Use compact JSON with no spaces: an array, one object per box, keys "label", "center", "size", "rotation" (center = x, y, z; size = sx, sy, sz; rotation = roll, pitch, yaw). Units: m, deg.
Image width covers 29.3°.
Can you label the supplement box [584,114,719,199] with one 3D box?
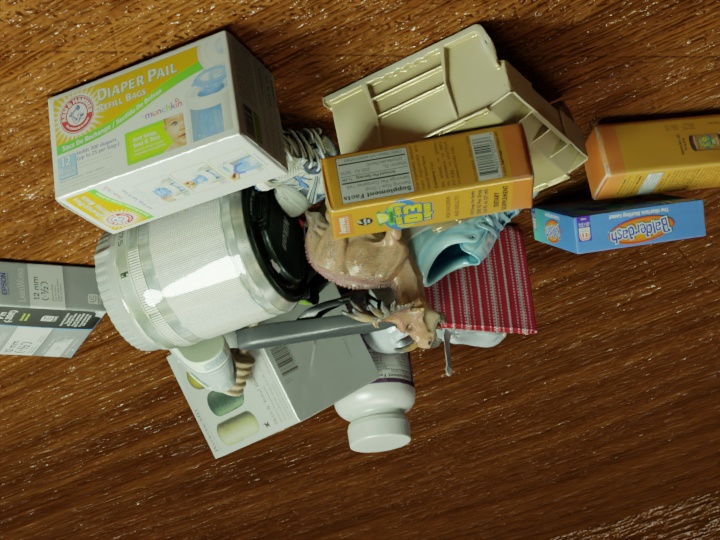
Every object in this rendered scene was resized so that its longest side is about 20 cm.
[{"label":"supplement box","center":[0.356,-0.129,1.551],"size":[0.198,0.067,0.069],"rotation":[-6,156,-7]}]

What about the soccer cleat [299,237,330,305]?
[{"label":"soccer cleat","center":[-0.092,0.007,1.627],"size":[0.198,0.082,0.067],"rotation":[-18,159,16]}]

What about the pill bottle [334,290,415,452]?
[{"label":"pill bottle","center":[0.015,0.135,1.846],"size":[0.111,0.202,0.112],"rotation":[-6,159,-2]}]

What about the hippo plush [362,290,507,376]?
[{"label":"hippo plush","center":[0.084,0.060,1.750],"size":[0.158,0.202,0.160],"rotation":[29,148,-25]}]

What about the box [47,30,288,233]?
[{"label":"box","center":[-0.183,-0.126,1.298],"size":[0.198,0.114,0.101],"rotation":[-18,157,18]}]

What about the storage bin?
[{"label":"storage bin","center":[0.102,-0.140,1.410],"size":[0.197,0.095,0.200],"rotation":[-23,153,25]}]

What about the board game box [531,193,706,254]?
[{"label":"board game box","center":[0.297,-0.058,1.617],"size":[0.150,0.045,0.200],"rotation":[-8,-173,-5]}]

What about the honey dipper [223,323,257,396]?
[{"label":"honey dipper","center":[-0.123,0.051,1.603],"size":[0.038,0.038,0.202],"rotation":[7,113,-34]}]

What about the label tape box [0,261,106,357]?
[{"label":"label tape box","center":[-0.421,0.047,1.648],"size":[0.198,0.067,0.143],"rotation":[3,153,-31]}]

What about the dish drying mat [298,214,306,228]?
[{"label":"dish drying mat","center":[-0.151,-0.031,1.643],"size":[0.199,0.018,0.077],"rotation":[-22,154,26]}]

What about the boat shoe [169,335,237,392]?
[{"label":"boat shoe","center":[-0.202,0.080,1.620],"size":[0.070,0.201,0.072],"rotation":[-30,127,-13]}]

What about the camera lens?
[{"label":"camera lens","center":[-0.168,-0.009,1.506],"size":[0.198,0.161,0.160],"rotation":[-19,155,19]}]

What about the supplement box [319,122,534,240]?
[{"label":"supplement box","center":[0.064,-0.084,1.323],"size":[0.198,0.069,0.067],"rotation":[-8,154,1]}]

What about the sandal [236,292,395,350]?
[{"label":"sandal","center":[-0.039,0.050,1.503],"size":[0.198,0.043,0.076],"rotation":[-8,171,-1]}]

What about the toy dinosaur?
[{"label":"toy dinosaur","center":[0.000,-0.008,1.409],"size":[0.199,0.137,0.086],"rotation":[22,177,26]}]

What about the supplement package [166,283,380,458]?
[{"label":"supplement package","center":[-0.113,0.122,1.749],"size":[0.150,0.153,0.199],"rotation":[-25,178,-42]}]

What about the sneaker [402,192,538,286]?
[{"label":"sneaker","center":[0.138,-0.046,1.590],"size":[0.199,0.082,0.074],"rotation":[-35,143,4]}]

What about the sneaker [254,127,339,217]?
[{"label":"sneaker","center":[-0.067,-0.121,1.423],"size":[0.084,0.078,0.200],"rotation":[-20,164,11]}]

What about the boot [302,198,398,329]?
[{"label":"boot","center":[0.000,0.000,1.544],"size":[0.074,0.201,0.097],"rotation":[-8,-156,44]}]

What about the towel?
[{"label":"towel","center":[0.124,0.005,1.678],"size":[0.198,0.146,0.022],"rotation":[6,158,-31]}]
